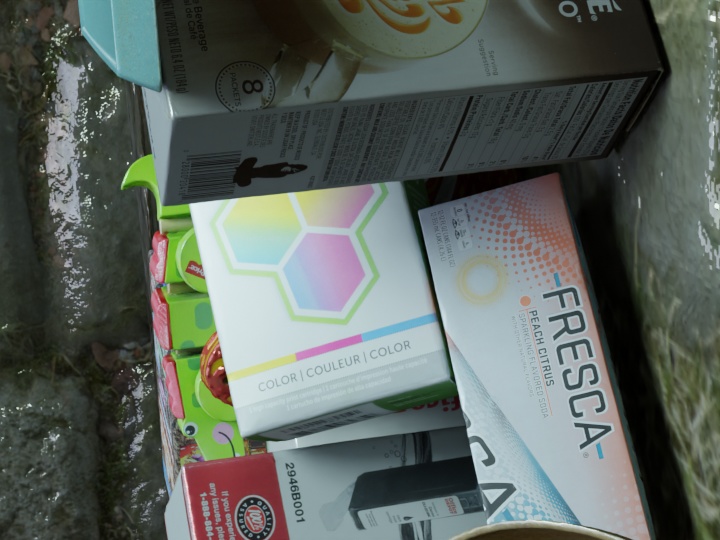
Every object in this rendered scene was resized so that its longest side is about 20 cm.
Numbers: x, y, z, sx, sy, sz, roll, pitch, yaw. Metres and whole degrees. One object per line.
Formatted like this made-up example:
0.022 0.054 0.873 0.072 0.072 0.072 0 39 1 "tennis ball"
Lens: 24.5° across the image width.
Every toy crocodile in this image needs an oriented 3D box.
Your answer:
-0.095 0.031 0.955 0.068 0.061 0.202 -142 44 -75 "toy crocodile"

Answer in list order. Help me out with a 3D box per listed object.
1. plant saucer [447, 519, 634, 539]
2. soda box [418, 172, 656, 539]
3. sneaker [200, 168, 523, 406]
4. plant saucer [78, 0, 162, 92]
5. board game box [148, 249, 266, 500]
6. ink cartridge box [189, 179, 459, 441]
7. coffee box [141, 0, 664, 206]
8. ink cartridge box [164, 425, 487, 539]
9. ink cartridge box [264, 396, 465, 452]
0.101 0.175 0.622 0.199 0.035 0.202 19 123 32 "plant saucer"
0.081 0.063 0.723 0.064 0.068 0.201 52 -155 -68 "soda box"
0.000 0.000 0.861 0.073 0.200 0.077 53 176 -23 "sneaker"
-0.103 -0.119 0.681 0.200 0.019 0.070 -138 43 -71 "plant saucer"
-0.066 0.085 1.209 0.097 0.158 0.201 -117 24 -58 "board game box"
-0.022 -0.028 0.786 0.059 0.103 0.201 29 -133 -72 "ink cartridge box"
0.009 -0.102 0.687 0.080 0.198 0.115 111 149 -64 "coffee box"
0.016 0.160 0.810 0.084 0.198 0.145 119 142 -63 "ink cartridge box"
0.003 0.035 0.946 0.125 0.128 0.202 124 138 -72 "ink cartridge box"
